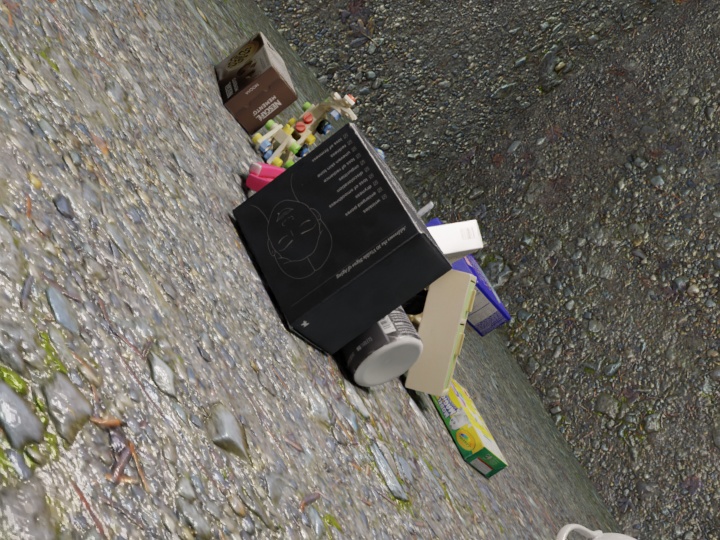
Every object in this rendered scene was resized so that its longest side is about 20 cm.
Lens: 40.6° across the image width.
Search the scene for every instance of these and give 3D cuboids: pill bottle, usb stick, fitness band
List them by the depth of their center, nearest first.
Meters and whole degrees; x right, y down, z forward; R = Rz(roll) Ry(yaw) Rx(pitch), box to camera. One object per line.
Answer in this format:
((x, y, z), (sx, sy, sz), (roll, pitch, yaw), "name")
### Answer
((-0.004, 0.049, 1.326), (0.201, 0.106, 0.106), (59, 10, 30), "pill bottle")
((-0.094, -0.121, 1.481), (0.143, 0.038, 0.200), (23, 9, 12), "fitness band")
((0.041, 0.042, 1.561), (0.199, 0.055, 0.033), (10, 41, -47), "usb stick")

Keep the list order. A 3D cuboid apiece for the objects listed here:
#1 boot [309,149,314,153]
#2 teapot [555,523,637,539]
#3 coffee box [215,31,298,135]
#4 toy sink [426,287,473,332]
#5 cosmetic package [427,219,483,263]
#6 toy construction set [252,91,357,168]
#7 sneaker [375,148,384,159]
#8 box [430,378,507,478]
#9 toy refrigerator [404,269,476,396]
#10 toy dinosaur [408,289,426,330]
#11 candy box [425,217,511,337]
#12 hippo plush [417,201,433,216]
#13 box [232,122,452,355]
((-0.055, -0.181, 1.754), (0.077, 0.155, 0.200), (51, 9, -17), "boot")
((0.386, 0.517, 1.521), (0.199, 0.199, 0.146), (28, 34, 32), "teapot")
((-0.193, -0.346, 1.786), (0.080, 0.113, 0.200), (48, 11, -32), "coffee box")
((0.129, 0.063, 1.963), (0.130, 0.112, 0.200), (49, 10, -28), "toy sink")
((0.072, -0.025, 1.548), (0.151, 0.199, 0.052), (-28, -106, 65), "cosmetic package")
((-0.100, -0.257, 1.747), (0.092, 0.199, 0.131), (56, -6, 12), "toy construction set")
((-0.010, -0.156, 1.829), (0.075, 0.200, 0.077), (27, 54, -25), "sneaker")
((0.177, 0.256, 1.711), (0.117, 0.048, 0.201), (44, 16, -50), "box")
((0.134, 0.099, 1.579), (0.069, 0.202, 0.076), (13, -2, 14), "toy refrigerator")
((0.069, 0.053, 1.694), (0.201, 0.101, 0.058), (61, 3, 4), "toy dinosaur")
((0.191, 0.015, 1.860), (0.200, 0.077, 0.170), (43, 16, -55), "candy box")
((0.004, -0.060, 1.751), (0.160, 0.160, 0.200), (25, -18, -11), "hippo plush")
((-0.025, -0.039, 1.235), (0.124, 0.199, 0.197), (42, 15, -56), "box")
